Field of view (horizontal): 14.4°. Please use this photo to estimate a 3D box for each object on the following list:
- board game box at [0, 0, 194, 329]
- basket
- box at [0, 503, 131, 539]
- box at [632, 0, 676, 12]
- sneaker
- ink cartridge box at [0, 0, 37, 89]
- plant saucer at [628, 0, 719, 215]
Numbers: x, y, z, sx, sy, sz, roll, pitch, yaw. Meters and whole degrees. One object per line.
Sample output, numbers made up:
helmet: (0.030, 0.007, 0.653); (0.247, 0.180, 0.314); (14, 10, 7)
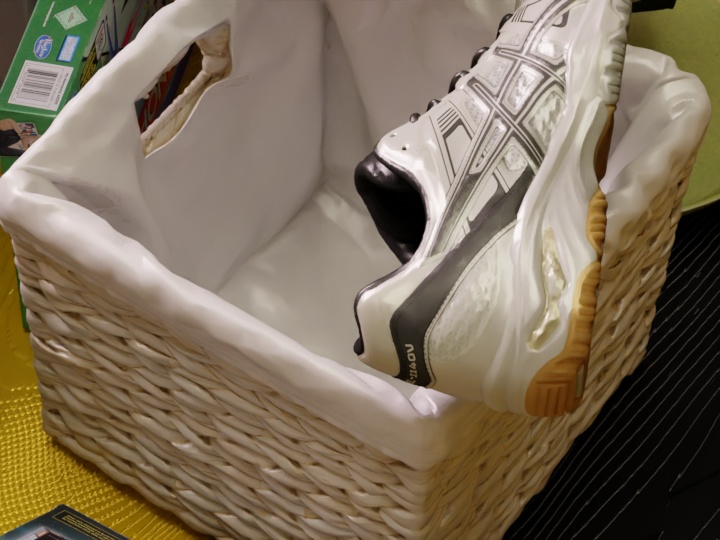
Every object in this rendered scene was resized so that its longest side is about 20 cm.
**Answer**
board game box: (-0.103, -0.091, 1.177); (0.029, 0.135, 0.201); (10, 51, 9)
basket: (0.000, 0.000, 1.087); (0.200, 0.161, 0.198); (27, 55, 21)
box: (-0.063, 0.157, 0.993); (0.199, 0.038, 0.136); (26, 20, 19)
box: (0.045, -0.159, 1.172); (0.199, 0.160, 0.050); (-6, 61, -10)
sneaker: (0.044, -0.045, 0.976); (0.087, 0.076, 0.201); (8, 51, 5)
ink cartridge box: (-0.197, -0.183, 1.244); (0.199, 0.147, 0.146); (19, 52, 15)
plant saucer: (0.099, -0.088, 1.245); (0.199, 0.031, 0.201); (0, 50, 0)
